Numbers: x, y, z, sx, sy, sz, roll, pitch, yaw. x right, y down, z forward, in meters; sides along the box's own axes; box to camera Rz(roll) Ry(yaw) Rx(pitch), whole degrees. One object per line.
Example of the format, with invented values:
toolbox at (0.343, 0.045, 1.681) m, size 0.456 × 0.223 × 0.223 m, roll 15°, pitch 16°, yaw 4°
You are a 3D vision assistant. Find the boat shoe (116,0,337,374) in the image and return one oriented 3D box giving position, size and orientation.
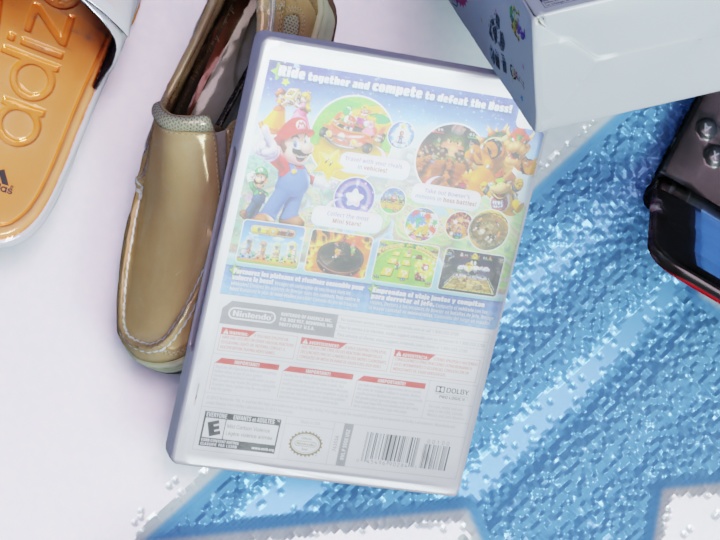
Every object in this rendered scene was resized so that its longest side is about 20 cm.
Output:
boat shoe at (-0.075, -0.055, 1.294) m, size 0.071 × 0.076 × 0.201 m, roll 10°, pitch 78°, yaw 25°

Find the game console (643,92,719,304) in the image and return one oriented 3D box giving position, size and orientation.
game console at (0.244, -0.020, 1.328) m, size 0.199 × 0.119 × 0.173 m, roll 30°, pitch 78°, yaw -4°

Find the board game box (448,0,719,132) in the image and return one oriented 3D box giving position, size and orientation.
board game box at (0.116, -0.150, 1.294) m, size 0.147 × 0.200 × 0.065 m, roll -12°, pitch 125°, yaw -10°

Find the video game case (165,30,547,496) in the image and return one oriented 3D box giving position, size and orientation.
video game case at (0.000, 0.000, 1.282) m, size 0.143 × 0.018 × 0.201 m, roll 8°, pitch 105°, yaw -19°

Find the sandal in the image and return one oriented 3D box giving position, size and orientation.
sandal at (-0.141, -0.111, 1.300) m, size 0.079 × 0.059 × 0.208 m, roll 16°, pitch 69°, yaw -11°
